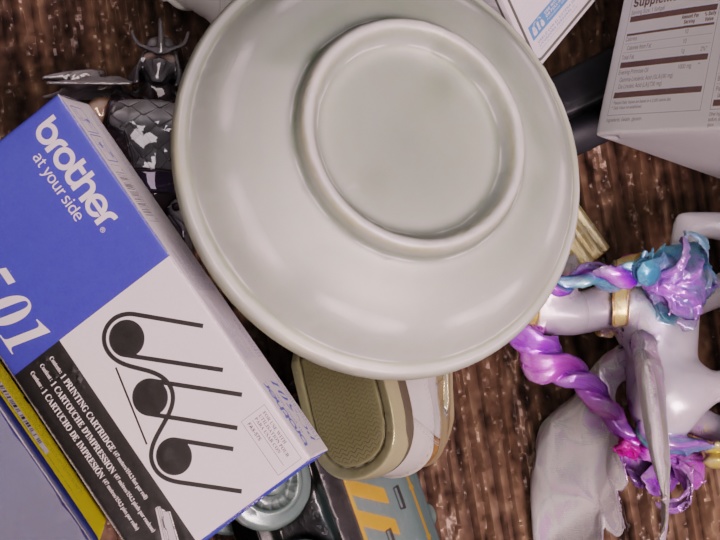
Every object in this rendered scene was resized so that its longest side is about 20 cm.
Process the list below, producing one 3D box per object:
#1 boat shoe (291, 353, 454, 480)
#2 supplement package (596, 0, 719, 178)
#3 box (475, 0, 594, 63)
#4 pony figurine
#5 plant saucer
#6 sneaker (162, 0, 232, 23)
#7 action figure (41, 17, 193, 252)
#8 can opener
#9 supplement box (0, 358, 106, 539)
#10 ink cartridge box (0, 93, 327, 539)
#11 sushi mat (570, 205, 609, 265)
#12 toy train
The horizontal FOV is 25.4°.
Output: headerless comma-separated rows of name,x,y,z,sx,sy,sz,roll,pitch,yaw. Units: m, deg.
boat shoe,0.000,0.000,0.771,0.074,0.068,0.202,-12,79,34
supplement package,0.244,-0.094,0.770,0.199,0.155,0.112,16,85,-31
box,0.060,-0.208,0.763,0.117,0.060,0.201,-49,133,-20
pony figurine,0.148,0.058,0.795,0.198,0.167,0.195,-3,72,-17
plant saucer,0.017,-0.054,0.712,0.198,0.050,0.202,6,74,-20
sneaker,-0.107,-0.174,0.808,0.087,0.075,0.200,-41,88,7
action figure,-0.104,-0.027,0.794,0.129,0.069,0.202,4,84,-3
can opener,0.106,-0.077,0.822,0.199,0.064,0.079,-26,64,-23
supplement box,-0.186,0.100,0.708,0.108,0.200,0.110,-35,91,-8
ink cartridge box,-0.111,0.029,0.730,0.094,0.044,0.201,-37,83,8
sushi mat,0.040,-0.062,0.842,0.095,0.012,0.201,-37,93,-9
toy train,-0.009,0.145,0.793,0.113,0.085,0.202,-19,86,-26
